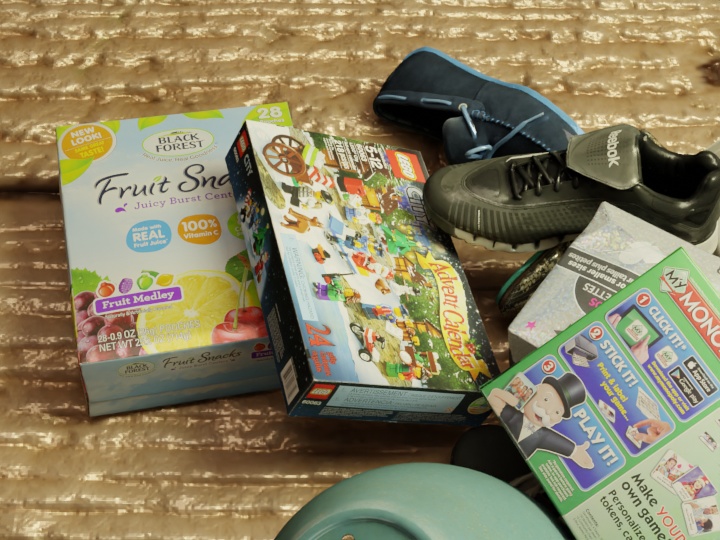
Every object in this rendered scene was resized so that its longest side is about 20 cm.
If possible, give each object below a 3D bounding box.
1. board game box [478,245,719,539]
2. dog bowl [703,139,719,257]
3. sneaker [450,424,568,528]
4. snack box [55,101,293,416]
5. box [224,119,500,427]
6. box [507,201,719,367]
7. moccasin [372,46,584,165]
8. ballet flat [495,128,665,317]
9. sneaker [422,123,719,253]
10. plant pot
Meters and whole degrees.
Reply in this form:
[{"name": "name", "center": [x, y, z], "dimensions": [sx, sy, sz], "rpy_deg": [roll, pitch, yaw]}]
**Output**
[{"name": "board game box", "center": [0.167, 0.105, 0.644], "dimensions": [0.134, 0.029, 0.201], "rpy_deg": [-34, 63, 3]}, {"name": "dog bowl", "center": [0.308, -0.008, 0.880], "dimensions": [0.197, 0.059, 0.202], "rpy_deg": [1, 53, -2]}, {"name": "sneaker", "center": [0.126, 0.152, 0.731], "dimensions": [0.074, 0.089, 0.200], "rpy_deg": [-29, 58, -21]}, {"name": "snack box", "center": [-0.112, -0.014, 0.855], "dimensions": [0.166, 0.068, 0.202], "rpy_deg": [-8, 52, -11]}, {"name": "box", "center": [0.000, 0.000, 0.797], "dimensions": [0.135, 0.038, 0.202], "rpy_deg": [6, 49, -30]}, {"name": "box", "center": [0.195, 0.075, 0.745], "dimensions": [0.198, 0.133, 0.115], "rpy_deg": [29, 64, 25]}, {"name": "moccasin", "center": [0.087, -0.095, 0.925], "dimensions": [0.068, 0.081, 0.199], "rpy_deg": [-42, 42, -15]}, {"name": "ballet flat", "center": [0.173, -0.022, 0.884], "dimensions": [0.075, 0.068, 0.200], "rpy_deg": [36, 55, 10]}, {"name": "sneaker", "center": [0.139, -0.056, 0.801], "dimensions": [0.197, 0.091, 0.067], "rpy_deg": [5, 54, -3]}, {"name": "plant pot", "center": [0.020, 0.181, 0.628], "dimensions": [0.197, 0.135, 0.203], "rpy_deg": [-9, 63, 17]}]
